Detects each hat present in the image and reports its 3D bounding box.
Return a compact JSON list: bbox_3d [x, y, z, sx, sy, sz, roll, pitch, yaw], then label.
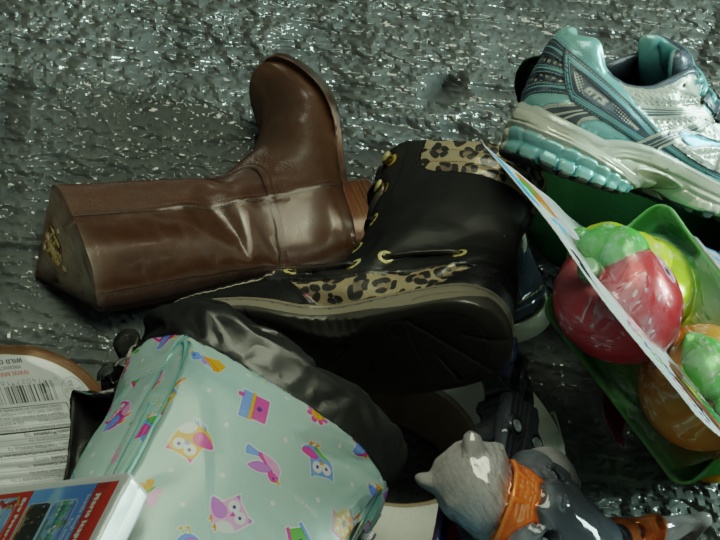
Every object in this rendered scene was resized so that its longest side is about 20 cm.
[{"bbox_3d":[0.110,-0.009,1.673,0.166,0.200,0.176,41,75,-5],"label":"hat"}]

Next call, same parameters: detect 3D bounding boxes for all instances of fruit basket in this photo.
[{"bbox_3d":[0.150,0.023,1.453,0.094,0.200,0.185,-38,61,4],"label":"fruit basket"}]

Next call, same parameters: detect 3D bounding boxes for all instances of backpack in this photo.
[{"bbox_3d":[-0.078,0.124,1.374,0.167,0.127,0.200,32,57,-5],"label":"backpack"}]

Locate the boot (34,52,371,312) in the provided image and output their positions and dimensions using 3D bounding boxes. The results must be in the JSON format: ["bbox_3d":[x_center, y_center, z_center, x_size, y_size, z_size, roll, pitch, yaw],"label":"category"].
[{"bbox_3d":[-0.104,-0.053,1.684,0.200,0.064,0.186,-10,42,-20],"label":"boot"}]

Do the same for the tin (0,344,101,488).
[{"bbox_3d":[-0.170,0.113,1.478,0.112,0.042,0.200,-8,44,-19],"label":"tin"}]

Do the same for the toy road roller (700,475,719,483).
[{"bbox_3d":[0.265,0.046,1.631,0.146,0.123,0.200,32,40,3],"label":"toy road roller"}]

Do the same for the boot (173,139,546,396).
[{"bbox_3d":[0.000,0.000,1.536,0.200,0.073,0.151,-8,34,24],"label":"boot"}]

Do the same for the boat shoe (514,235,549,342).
[{"bbox_3d":[0.056,-0.025,1.664,0.075,0.062,0.200,-13,28,-4],"label":"boat shoe"}]

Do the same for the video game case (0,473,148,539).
[{"bbox_3d":[-0.198,0.158,1.302,0.200,0.017,0.143,-10,41,39],"label":"video game case"}]

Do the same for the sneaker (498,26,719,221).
[{"bbox_3d":[0.171,-0.077,1.547,0.200,0.086,0.078,12,8,-36],"label":"sneaker"}]

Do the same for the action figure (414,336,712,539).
[{"bbox_3d":[0.112,0.119,1.462,0.193,0.105,0.200,25,54,-32],"label":"action figure"}]

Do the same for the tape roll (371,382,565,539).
[{"bbox_3d":[0.010,0.100,1.549,0.202,0.037,0.203,9,39,-7],"label":"tape roll"}]
